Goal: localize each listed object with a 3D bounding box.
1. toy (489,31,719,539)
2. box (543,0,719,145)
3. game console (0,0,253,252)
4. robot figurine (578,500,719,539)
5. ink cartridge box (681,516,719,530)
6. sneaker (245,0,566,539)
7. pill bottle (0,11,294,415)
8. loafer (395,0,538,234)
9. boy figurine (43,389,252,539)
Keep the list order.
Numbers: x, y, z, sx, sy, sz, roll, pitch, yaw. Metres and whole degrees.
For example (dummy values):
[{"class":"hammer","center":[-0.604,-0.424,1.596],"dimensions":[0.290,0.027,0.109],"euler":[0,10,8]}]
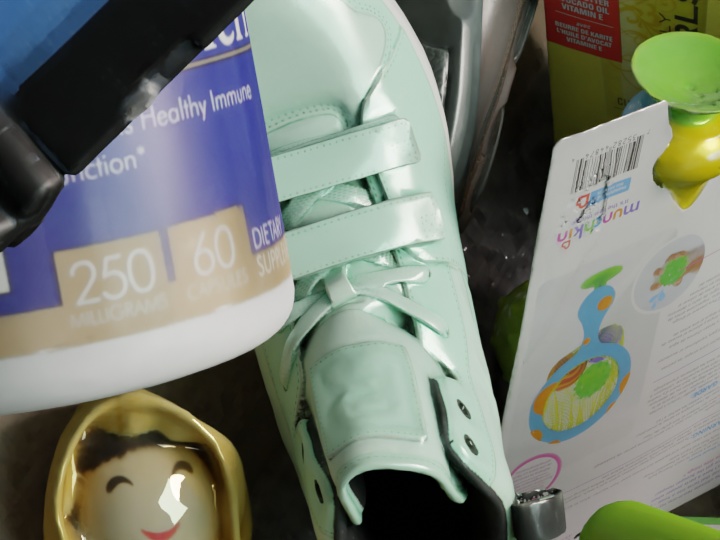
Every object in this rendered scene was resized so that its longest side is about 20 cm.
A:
[{"class":"toy","center":[0.078,0.008,0.865],"dimensions":[0.115,0.047,0.201],"euler":[-23,145,-29]},{"class":"box","center":[0.095,-0.083,0.863],"dimensions":[0.201,0.075,0.050],"euler":[82,31,-50]},{"class":"game console","center":[-0.130,-0.098,0.582],"dimensions":[0.200,0.116,0.176],"euler":[49,48,9]},{"class":"robot figurine","center":[0.084,0.154,0.736],"dimensions":[0.200,0.115,0.177],"euler":[4,100,-67]},{"class":"ink cartridge box","center":[0.144,0.186,0.911],"dimensions":[0.084,0.145,0.201],"euler":[-35,113,-43]},{"class":"sneaker","center":[0.000,0.000,0.759],"dimensions":[0.118,0.073,0.202],"euler":[-107,177,-70]},{"class":"pill bottle","center":[-0.088,-0.073,0.691],"dimensions":[0.115,0.115,0.201],"euler":[-20,103,-46]},{"class":"loafer","center":[0.027,-0.104,0.865],"dimensions":[0.063,0.071,0.201],"euler":[29,73,-64]},{"class":"boy figurine","center":[-0.038,0.124,0.745],"dimensions":[0.064,0.123,0.201],"euler":[89,-7,-76]}]
